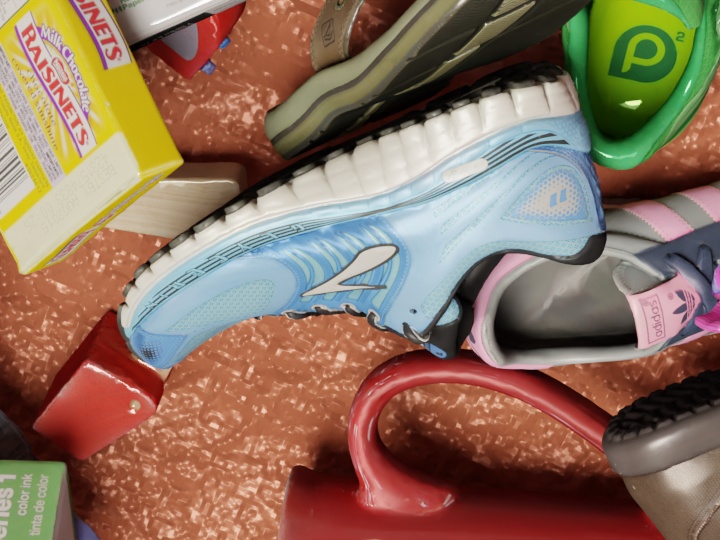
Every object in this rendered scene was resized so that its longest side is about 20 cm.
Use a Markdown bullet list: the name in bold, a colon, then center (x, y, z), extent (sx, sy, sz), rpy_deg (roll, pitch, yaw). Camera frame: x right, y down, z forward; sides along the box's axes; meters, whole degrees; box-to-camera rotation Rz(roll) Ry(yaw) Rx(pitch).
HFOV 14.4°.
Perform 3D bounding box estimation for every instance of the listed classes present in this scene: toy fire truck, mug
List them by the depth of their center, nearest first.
- **toy fire truck**: center (-0.095, -0.036, 1.119), extent (0.141, 0.049, 0.200), rpy_deg (39, 114, -10)
- **mug**: center (0.069, 0.133, 1.121), extent (0.200, 0.134, 0.178), rpy_deg (2, 136, 4)

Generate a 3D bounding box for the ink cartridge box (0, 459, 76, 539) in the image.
- **ink cartridge box**: center (-0.214, 0.146, 1.123), extent (0.200, 0.084, 0.145), rpy_deg (2, 136, 2)

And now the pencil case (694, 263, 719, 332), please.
- **pencil case**: center (0.185, -0.065, 1.007), extent (0.088, 0.088, 0.200), rpy_deg (16, 93, 2)

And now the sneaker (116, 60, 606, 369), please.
- **sneaker**: center (0.000, 0.000, 1.046), extent (0.200, 0.078, 0.090), rpy_deg (-23, 96, 24)

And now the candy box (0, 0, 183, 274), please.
- **candy box**: center (-0.137, -0.107, 1.039), extent (0.102, 0.026, 0.200), rpy_deg (-33, 80, 50)

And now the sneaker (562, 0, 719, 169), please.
- **sneaker**: center (0.115, -0.126, 1.023), extent (0.074, 0.084, 0.200), rpy_deg (9, 115, 5)

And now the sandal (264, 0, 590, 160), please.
- **sandal**: center (0.014, -0.092, 1.024), extent (0.201, 0.080, 0.057), rpy_deg (-27, 83, 56)

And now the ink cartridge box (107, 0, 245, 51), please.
- **ink cartridge box**: center (-0.089, -0.185, 1.032), extent (0.095, 0.037, 0.200), rpy_deg (-22, 91, 11)

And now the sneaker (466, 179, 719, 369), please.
- **sneaker**: center (0.134, 0.003, 1.081), extent (0.200, 0.082, 0.070), rpy_deg (-14, 111, 15)

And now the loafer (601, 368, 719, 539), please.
- **loafer**: center (0.191, 0.056, 1.079), extent (0.200, 0.073, 0.071), rpy_deg (-19, 100, -4)

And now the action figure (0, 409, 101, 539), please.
- **action figure**: center (-0.205, 0.075, 1.150), extent (0.200, 0.105, 0.193), rpy_deg (47, 134, 1)
